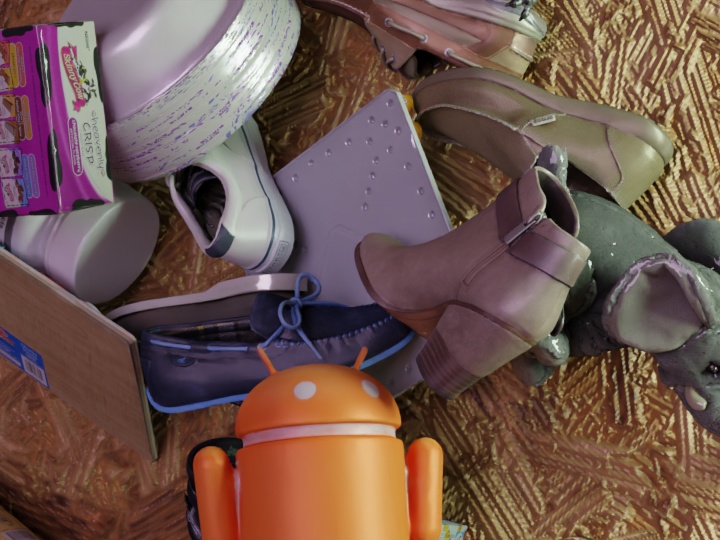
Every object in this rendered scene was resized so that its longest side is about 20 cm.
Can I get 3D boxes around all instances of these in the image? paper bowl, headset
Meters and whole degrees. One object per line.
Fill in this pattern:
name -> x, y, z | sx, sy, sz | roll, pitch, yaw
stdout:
paper bowl -> -0.153, -0.173, 1.536 | 0.200, 0.104, 0.201 | -29, 35, 23
headset -> -0.110, 0.167, 1.511 | 0.094, 0.124, 0.200 | 8, 55, 1

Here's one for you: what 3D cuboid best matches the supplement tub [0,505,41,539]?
supplement tub -> -0.337, 0.233, 1.594 | 0.200, 0.145, 0.146 | 34, 98, 26

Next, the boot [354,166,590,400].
boot -> 0.078, -0.010, 1.358 | 0.146, 0.070, 0.200 | -50, 38, 16

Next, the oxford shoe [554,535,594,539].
oxford shoe -> 0.180, 0.268, 1.380 | 0.071, 0.071, 0.200 | -44, 68, 12

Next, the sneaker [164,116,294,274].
sneaker -> -0.113, -0.078, 1.542 | 0.073, 0.071, 0.200 | -55, 42, 22

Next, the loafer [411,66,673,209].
loafer -> 0.121, -0.092, 1.451 | 0.200, 0.076, 0.068 | 14, 68, 27

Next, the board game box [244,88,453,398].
board game box -> 0.000, 0.000, 1.497 | 0.200, 0.026, 0.200 | -34, 68, 38

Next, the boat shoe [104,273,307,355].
boat shoe -> -0.121, 0.047, 1.545 | 0.201, 0.072, 0.060 | -13, 80, 38

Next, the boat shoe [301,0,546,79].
boat shoe -> 0.038, -0.180, 1.512 | 0.200, 0.076, 0.072 | 17, 92, 29

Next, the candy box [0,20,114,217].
candy box -> -0.277, -0.108, 1.505 | 0.200, 0.061, 0.137 | -1, 98, 38

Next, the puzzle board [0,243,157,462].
puzzle board -> -0.238, 0.052, 1.588 | 0.200, 0.151, 0.017 | 32, 58, 27

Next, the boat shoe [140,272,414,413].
boat shoe -> -0.064, 0.049, 1.435 | 0.200, 0.084, 0.069 | -15, 103, 6

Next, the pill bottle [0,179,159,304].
pill bottle -> -0.264, -0.061, 1.618 | 0.200, 0.114, 0.114 | 31, 96, 26

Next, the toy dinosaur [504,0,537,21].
toy dinosaur -> 0.098, -0.228, 1.458 | 0.199, 0.048, 0.088 | 11, 47, 9

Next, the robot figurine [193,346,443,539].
robot figurine -> -0.027, 0.150, 1.356 | 0.144, 0.117, 0.201 | -8, 78, 23

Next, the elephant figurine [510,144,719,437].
elephant figurine -> 0.209, 0.026, 1.379 | 0.200, 0.155, 0.142 | 9, 58, 19

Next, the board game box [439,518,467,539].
board game box -> -0.008, 0.266, 1.452 | 0.105, 0.103, 0.201 | 12, 87, 26
